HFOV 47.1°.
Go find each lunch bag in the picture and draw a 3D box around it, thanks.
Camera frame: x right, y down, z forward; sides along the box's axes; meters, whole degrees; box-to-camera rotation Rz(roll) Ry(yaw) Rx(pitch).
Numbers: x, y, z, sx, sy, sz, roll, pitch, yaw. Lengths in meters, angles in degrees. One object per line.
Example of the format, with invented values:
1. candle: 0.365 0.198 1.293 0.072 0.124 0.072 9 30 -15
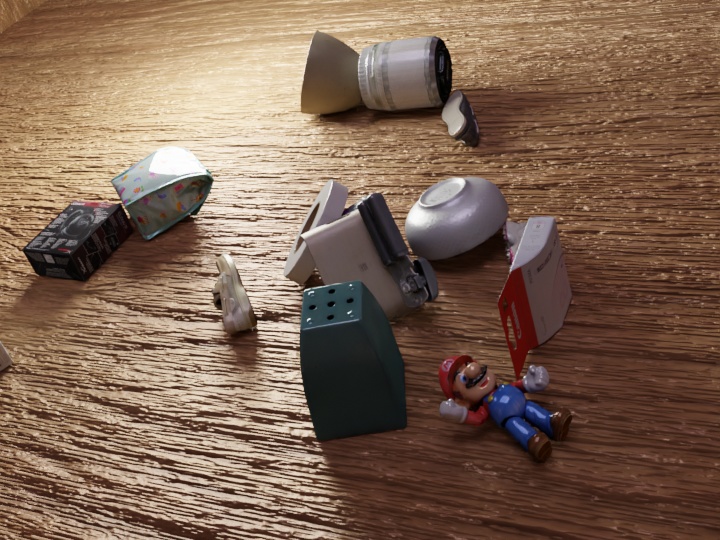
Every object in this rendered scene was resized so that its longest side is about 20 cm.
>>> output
1. lunch bag: -0.433 -0.184 1.844 0.199 0.123 0.170 -32 39 -11

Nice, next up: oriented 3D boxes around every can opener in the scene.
1. can opener: 0.066 -0.035 1.376 0.067 0.202 0.053 -19 -9 -43

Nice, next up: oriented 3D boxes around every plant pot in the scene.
1. plant pot: -0.020 0.125 1.226 0.140 0.201 0.142 -10 38 8

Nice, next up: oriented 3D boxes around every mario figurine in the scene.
1. mario figurine: 0.190 0.175 1.157 0.199 0.107 0.123 29 21 35

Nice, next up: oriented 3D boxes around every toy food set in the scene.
1. toy food set: 0.000 0.000 1.409 0.142 0.202 0.060 -24 -7 -11

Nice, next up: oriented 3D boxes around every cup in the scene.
1. cup: -0.057 -0.472 2.027 0.142 0.202 0.201 12 41 3

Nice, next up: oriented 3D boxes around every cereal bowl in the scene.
1. cereal bowl: 0.166 -0.110 1.510 0.198 0.084 0.201 -23 26 12

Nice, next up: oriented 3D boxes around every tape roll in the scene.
1. tape roll: -0.083 -0.072 1.521 0.037 0.203 0.204 25 39 -11

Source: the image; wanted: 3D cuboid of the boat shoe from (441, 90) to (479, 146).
1. boat shoe: 0.226 -0.336 1.848 0.067 0.057 0.201 -43 24 26

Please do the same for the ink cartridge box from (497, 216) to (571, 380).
1. ink cartridge box: 0.268 0.042 1.254 0.056 0.164 0.201 -2 39 25

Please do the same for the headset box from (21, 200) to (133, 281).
1. headset box: -0.608 -0.074 1.805 0.147 0.078 0.201 6 42 26

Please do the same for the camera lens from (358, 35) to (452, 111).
1. camera lens: 0.110 -0.463 1.952 0.198 0.161 0.161 -1 40 19

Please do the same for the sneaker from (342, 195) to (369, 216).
1. sneaker: -0.008 -0.098 1.537 0.087 0.075 0.200 -18 -6 -6

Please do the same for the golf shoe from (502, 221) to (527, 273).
1. golf shoe: 0.291 -0.020 1.399 0.090 0.076 0.201 -6 39 9

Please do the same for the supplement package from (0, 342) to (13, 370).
1. supplement package: -0.791 0.149 1.530 0.200 0.152 0.151 -38 43 -27

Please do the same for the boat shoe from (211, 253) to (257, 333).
1. boat shoe: -0.246 0.041 1.529 0.064 0.073 0.201 -21 43 -9
